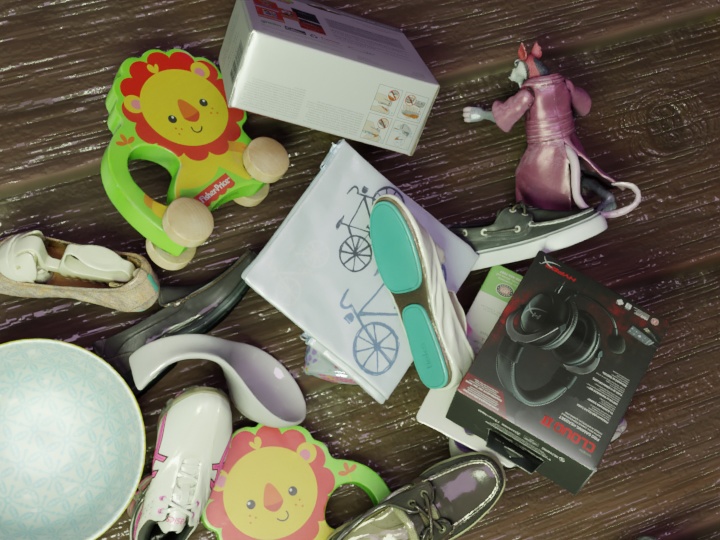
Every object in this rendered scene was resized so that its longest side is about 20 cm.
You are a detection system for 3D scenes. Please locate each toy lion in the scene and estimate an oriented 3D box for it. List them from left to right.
[{"bbox_3d":[-0.184,-0.128,1.084,0.192,0.069,0.200,45,50,-1],"label":"toy lion"},{"bbox_3d":[-0.062,0.245,1.101,0.198,0.069,0.193,-8,77,-14],"label":"toy lion"}]

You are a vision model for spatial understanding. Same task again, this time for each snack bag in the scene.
[{"bbox_3d":[0.000,0.000,1.075,0.200,0.021,0.189,39,72,-14],"label":"snack bag"}]

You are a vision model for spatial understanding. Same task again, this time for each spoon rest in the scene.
[{"bbox_3d":[-0.127,0.104,1.057,0.199,0.061,0.100,19,34,-43],"label":"spoon rest"}]

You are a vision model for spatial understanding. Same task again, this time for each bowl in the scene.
[{"bbox_3d":[-0.306,0.167,1.026,0.198,0.108,0.202,2,83,-13],"label":"bowl"}]

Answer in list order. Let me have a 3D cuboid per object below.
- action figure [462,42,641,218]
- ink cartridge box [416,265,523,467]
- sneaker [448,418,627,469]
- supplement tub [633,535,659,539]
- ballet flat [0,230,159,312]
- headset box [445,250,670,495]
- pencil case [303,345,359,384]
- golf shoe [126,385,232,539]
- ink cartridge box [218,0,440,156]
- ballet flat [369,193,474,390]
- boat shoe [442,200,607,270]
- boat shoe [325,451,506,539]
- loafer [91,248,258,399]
[{"bbox_3d":[0.201,-0.149,1.169,0.133,0.149,0.202,-18,102,-10],"label":"action figure"},{"bbox_3d":[0.145,0.108,1.121,0.116,0.067,0.201,26,63,12],"label":"ink cartridge box"},{"bbox_3d":[0.192,0.166,1.157,0.198,0.081,0.084,-5,76,-14],"label":"sneaker"},{"bbox_3d":[0.253,0.376,1.118,0.199,0.122,0.123,-27,89,-15],"label":"supplement tub"},{"bbox_3d":[-0.294,-0.008,1.055,0.198,0.067,0.069,7,61,0],"label":"ballet flat"},{"bbox_3d":[0.186,0.104,1.043,0.148,0.077,0.200,30,62,11],"label":"headset box"},{"bbox_3d":[-0.005,0.020,1.126,0.090,0.083,0.202,8,81,2],"label":"pencil case"},{"bbox_3d":[-0.165,0.199,1.015,0.072,0.092,0.201,11,120,-23],"label":"golf shoe"},{"bbox_3d":[-0.039,-0.214,1.119,0.199,0.176,0.084,13,118,-19],"label":"ink cartridge box"},{"bbox_3d":[0.063,0.017,1.060,0.069,0.069,0.201,-20,96,-14],"label":"ballet flat"},{"bbox_3d":[0.157,-0.041,1.134,0.199,0.069,0.057,-14,97,25],"label":"boat shoe"},{"bbox_3d":[0.051,0.242,1.026,0.199,0.065,0.073,-34,85,4],"label":"boat shoe"},{"bbox_3d":[-0.182,0.040,1.092,0.200,0.073,0.072,-43,89,-16],"label":"loafer"}]
